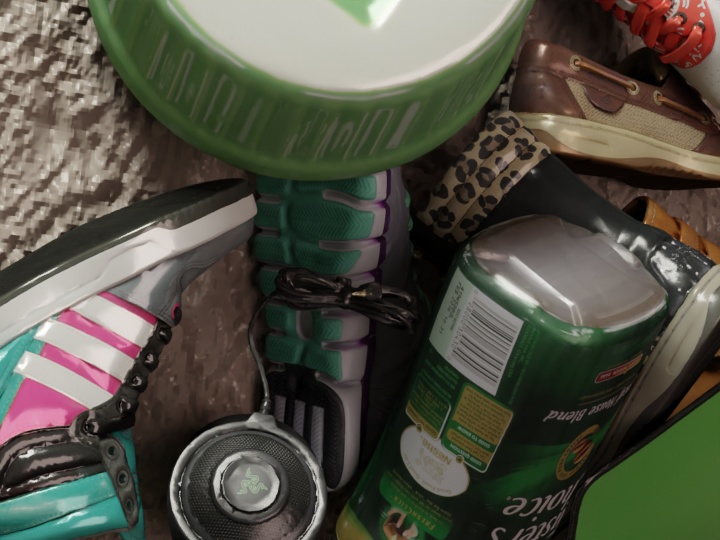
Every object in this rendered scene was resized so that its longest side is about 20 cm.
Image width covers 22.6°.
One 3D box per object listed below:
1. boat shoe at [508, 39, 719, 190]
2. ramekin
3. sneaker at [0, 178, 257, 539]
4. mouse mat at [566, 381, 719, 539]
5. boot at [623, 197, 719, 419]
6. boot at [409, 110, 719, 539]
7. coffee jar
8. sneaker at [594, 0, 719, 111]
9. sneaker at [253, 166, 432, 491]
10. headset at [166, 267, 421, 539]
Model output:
[{"bbox_3d":[0.156,-0.084,0.962,0.199,0.072,0.072,6,86,-36],"label":"boat shoe"},{"bbox_3d":[-0.015,-0.144,0.747,0.199,0.098,0.201,2,81,-10],"label":"ramekin"},{"bbox_3d":[-0.108,0.052,0.750,0.199,0.083,0.121,-32,107,-24],"label":"sneaker"},{"bbox_3d":[0.171,0.106,0.909,0.200,0.008,0.161,-32,145,-27],"label":"mouse mat"},{"bbox_3d":[0.194,0.008,0.985,0.200,0.077,0.155,-49,115,-6],"label":"boot"},{"bbox_3d":[0.080,0.037,0.897,0.073,0.154,0.204,-27,155,-57],"label":"boot"},{"bbox_3d":[0.057,0.079,0.818,0.104,0.085,0.201,-20,139,-51],"label":"coffee jar"},{"bbox_3d":[0.131,-0.147,0.910,0.108,0.067,0.202,-25,85,-32],"label":"sneaker"},{"bbox_3d":[0.000,0.000,0.852,0.087,0.074,0.201,-10,110,-48],"label":"sneaker"},{"bbox_3d":[-0.035,0.099,0.776,0.093,0.124,0.201,11,87,-3],"label":"headset"}]
